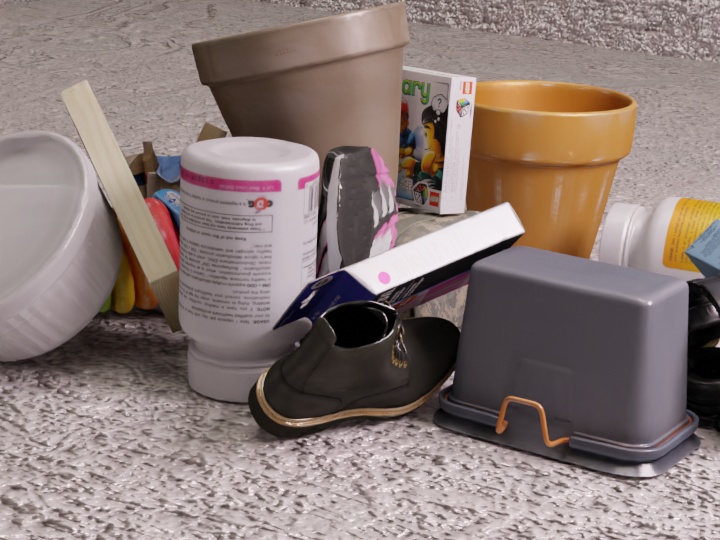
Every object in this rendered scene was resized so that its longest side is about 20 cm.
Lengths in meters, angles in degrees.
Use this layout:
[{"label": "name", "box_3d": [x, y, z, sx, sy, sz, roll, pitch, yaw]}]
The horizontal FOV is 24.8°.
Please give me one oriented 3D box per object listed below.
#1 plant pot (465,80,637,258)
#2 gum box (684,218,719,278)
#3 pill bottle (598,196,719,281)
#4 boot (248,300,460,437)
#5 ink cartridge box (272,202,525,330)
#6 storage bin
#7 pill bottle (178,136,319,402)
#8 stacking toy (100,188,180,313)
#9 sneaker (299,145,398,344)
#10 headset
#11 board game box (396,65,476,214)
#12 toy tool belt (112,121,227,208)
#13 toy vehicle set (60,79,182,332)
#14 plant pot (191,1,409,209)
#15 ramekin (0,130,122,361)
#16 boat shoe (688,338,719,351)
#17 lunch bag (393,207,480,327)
[{"label": "plant pot", "box_3d": [0.190, -0.098, 1.762, 0.199, 0.184, 0.200, 2, 16, -1]}, {"label": "gum box", "box_3d": [0.375, 0.051, 1.340, 0.045, 0.170, 0.200, -45, 26, -2]}, {"label": "pill bottle", "box_3d": [0.344, -0.013, 1.624, 0.199, 0.112, 0.111, 10, 17, 23]}, {"label": "boot", "box_3d": [0.024, 0.058, 1.261, 0.199, 0.138, 0.078, -22, 71, -37]}, {"label": "ink cartridge box", "box_3d": [0.031, 0.007, 1.312, 0.199, 0.037, 0.095, -20, -16, -29]}, {"label": "storage bin", "box_3d": [0.161, 0.065, 1.281, 0.199, 0.135, 0.145, 12, 18, 32]}, {"label": "pill bottle", "box_3d": [-0.093, -0.001, 1.346, 0.113, 0.201, 0.113, 3, 16, -1]}, {"label": "stacking toy", "box_3d": [-0.248, 0.002, 1.528, 0.199, 0.110, 0.116, -16, 24, -20]}, {"label": "sneaker", "box_3d": [-0.026, -0.007, 1.397, 0.086, 0.201, 0.080, 4, 3, 40]}, {"label": "headset", "box_3d": [0.295, 0.060, 1.341, 0.093, 0.124, 0.200, -13, 8, -10]}, {"label": "board game box", "box_3d": [0.029, -0.133, 1.567, 0.034, 0.127, 0.200, -4, 14, -39]}, {"label": "toy tool belt", "box_3d": [-0.208, -0.088, 1.702, 0.199, 0.124, 0.125, -1, 8, 37]}, {"label": "toy vehicle set", "box_3d": [-0.202, -0.054, 1.436, 0.026, 0.201, 0.124, -25, -20, -7]}, {"label": "plant pot", "box_3d": [-0.040, -0.142, 1.490, 0.199, 0.174, 0.200, -12, 8, 2]}, {"label": "ramekin", "box_3d": [-0.295, -0.014, 1.404, 0.201, 0.094, 0.203, -15, 50, 19]}, {"label": "boat shoe", "box_3d": [0.228, 0.049, 1.457, 0.199, 0.074, 0.066, -3, 11, -19]}, {"label": "lunch bag", "box_3d": [0.000, 0.000, 1.519, 0.199, 0.118, 0.164, 5, 12, 27]}]
